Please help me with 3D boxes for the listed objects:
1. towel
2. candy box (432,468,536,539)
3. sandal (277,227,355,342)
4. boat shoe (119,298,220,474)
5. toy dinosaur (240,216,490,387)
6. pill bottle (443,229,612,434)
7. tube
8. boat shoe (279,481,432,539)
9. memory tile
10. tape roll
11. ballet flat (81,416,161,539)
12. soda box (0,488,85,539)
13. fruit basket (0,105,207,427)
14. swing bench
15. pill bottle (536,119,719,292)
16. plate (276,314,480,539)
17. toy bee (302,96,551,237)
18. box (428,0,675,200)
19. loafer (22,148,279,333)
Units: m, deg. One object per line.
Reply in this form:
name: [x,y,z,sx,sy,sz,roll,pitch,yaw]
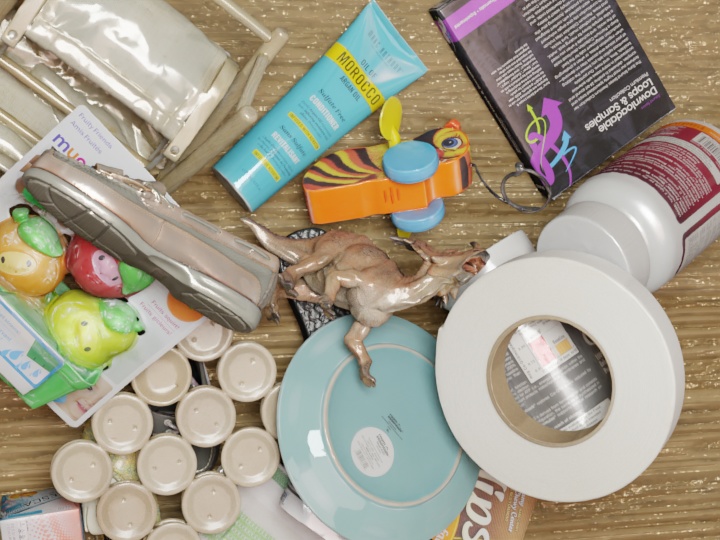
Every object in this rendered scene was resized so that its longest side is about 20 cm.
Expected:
towel: [-0.103,0.264,1.127,0.149,0.031,0.201,43,71,-27]
candy box: [0.088,0.229,1.192,0.115,0.055,0.202,17,95,-16]
sandal: [-0.022,0.061,1.146,0.075,0.048,0.202,-15,90,-14]
boat shoe: [-0.163,0.089,1.105,0.066,0.057,0.202,-16,103,-11]
toy dinosaur: [0.000,0.000,1.085,0.136,0.199,0.086,-47,152,-28]
pill bottle: [0.154,0.074,1.129,0.116,0.116,0.201,-31,86,-7]
tube: [-0.037,-0.134,1.107,0.200,0.050,0.078,-44,114,-9]
boat shoe: [0.030,0.222,1.121,0.199,0.072,0.068,33,92,-3]
memory tile: [-0.143,0.139,1.072,0.153,0.017,0.200,42,84,-11]
tape roll: [0.156,0.084,1.044,0.201,0.037,0.205,6,104,25]
ballet flat: [-0.202,0.224,1.108,0.070,0.071,0.202,-16,105,-11]
soda box: [-0.262,0.290,1.113,0.068,0.064,0.202,-7,101,-13]
fruit basket: [-0.216,0.006,0.991,0.199,0.094,0.185,-36,106,23]
swing bench: [-0.198,-0.149,1.007,0.198,0.130,0.200,37,127,-18]
pill bottle: [0.241,-0.045,1.112,0.199,0.109,0.110,-33,109,-39]
plate: [0.024,0.131,1.096,0.199,0.026,0.202,9,70,-27]
toy bee: [0.054,-0.082,1.119,0.198,0.109,0.132,14,128,-3]
box: [0.171,-0.185,1.152,0.142,0.036,0.201,-35,105,-5]
loafer: [-0.146,-0.031,0.936,0.199,0.072,0.063,36,68,-21]
